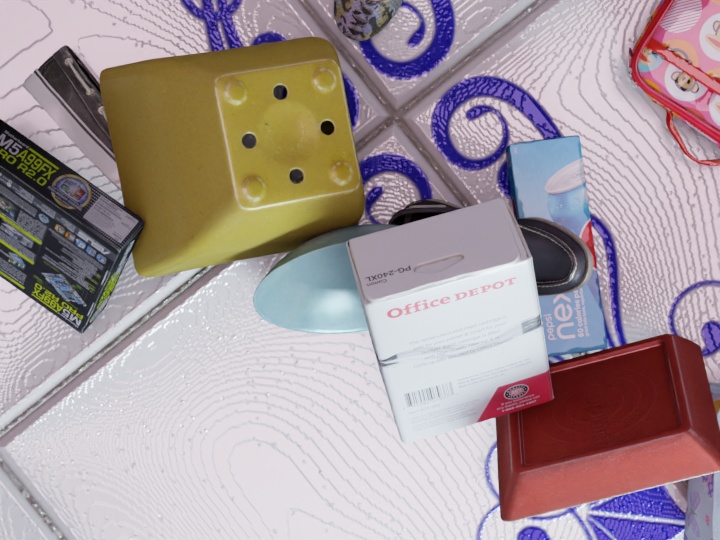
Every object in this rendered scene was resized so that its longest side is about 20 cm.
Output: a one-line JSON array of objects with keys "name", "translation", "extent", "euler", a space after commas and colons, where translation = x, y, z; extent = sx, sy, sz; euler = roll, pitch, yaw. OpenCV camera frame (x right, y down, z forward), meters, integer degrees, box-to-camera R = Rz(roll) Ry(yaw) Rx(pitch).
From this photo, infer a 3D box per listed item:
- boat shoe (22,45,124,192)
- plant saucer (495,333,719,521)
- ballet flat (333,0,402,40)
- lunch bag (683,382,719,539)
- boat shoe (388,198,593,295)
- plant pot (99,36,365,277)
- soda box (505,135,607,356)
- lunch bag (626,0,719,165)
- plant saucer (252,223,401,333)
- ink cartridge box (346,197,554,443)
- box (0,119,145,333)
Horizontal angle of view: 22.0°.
[{"name": "boat shoe", "translation": [-0.227, -0.125, 1.724], "extent": [0.064, 0.071, 0.200], "euler": [-44, 89, 2]}, {"name": "plant saucer", "translation": [0.213, 0.129, 1.647], "extent": [0.200, 0.200, 0.037], "euler": [-15, 118, 10]}, {"name": "ballet flat", "translation": [0.029, -0.310, 1.718], "extent": [0.072, 0.072, 0.200], "euler": [27, 91, 0]}, {"name": "lunch bag", "translation": [0.368, 0.187, 1.649], "extent": [0.127, 0.200, 0.170], "euler": [3, 93, -13]}, {"name": "boat shoe", "translation": [0.114, -0.020, 1.679], "extent": [0.200, 0.063, 0.073], "euler": [17, 103, 33]}, {"name": "plant pot", "translation": [-0.096, -0.110, 1.628], "extent": [0.194, 0.200, 0.196], "euler": [-11, 91, -23]}, {"name": "soda box", "translation": [0.182, -0.023, 1.723], "extent": [0.068, 0.064, 0.200], "euler": [-8, 92, 1]}, {"name": "lunch bag", "translation": [0.351, -0.181, 1.714], "extent": [0.200, 0.082, 0.176], "euler": [33, 95, 2]}, {"name": "plant saucer", "translation": [0.000, 0.000, 1.674], "extent": [0.201, 0.201, 0.039], "euler": [-9, 66, 1]}, {"name": "ink cartridge box", "translation": [0.080, 0.045, 1.611], "extent": [0.145, 0.200, 0.083], "euler": [-16, 47, -1]}, {"name": "box", "translation": [-0.306, -0.048, 1.685], "extent": [0.200, 0.160, 0.044], "euler": [35, 54, 1]}]
